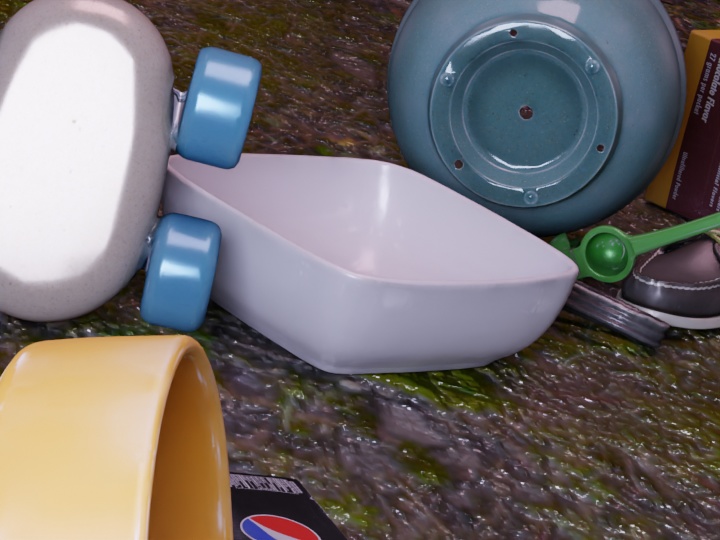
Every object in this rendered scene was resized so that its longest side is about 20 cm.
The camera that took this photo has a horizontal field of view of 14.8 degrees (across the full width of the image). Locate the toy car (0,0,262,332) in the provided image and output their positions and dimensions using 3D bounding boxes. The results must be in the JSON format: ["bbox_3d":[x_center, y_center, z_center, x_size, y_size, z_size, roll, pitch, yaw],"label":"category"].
[{"bbox_3d":[-0.160,-0.064,1.527,0.184,0.177,0.200,13,3,-4],"label":"toy car"}]

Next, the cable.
[{"bbox_3d":[0.098,-0.011,1.711,0.200,0.050,0.097,20,-5,29],"label":"cable"}]

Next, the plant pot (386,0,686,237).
[{"bbox_3d":[0.109,-0.110,1.784,0.200,0.200,0.134,15,13,3],"label":"plant pot"}]

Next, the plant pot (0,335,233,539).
[{"bbox_3d":[-0.144,0.122,0.902,0.183,0.200,0.200,0,16,5],"label":"plant pot"}]

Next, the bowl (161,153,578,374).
[{"bbox_3d":[0.000,0.000,1.577,0.200,0.075,0.200,-2,22,-42],"label":"bowl"}]

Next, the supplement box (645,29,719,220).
[{"bbox_3d":[0.357,-0.084,2.034,0.200,0.133,0.197,26,20,36],"label":"supplement box"}]

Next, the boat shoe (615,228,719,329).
[{"bbox_3d":[0.226,-0.006,1.801,0.072,0.061,0.201,23,19,26],"label":"boat shoe"}]

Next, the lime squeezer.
[{"bbox_3d":[0.160,-0.011,1.754,0.071,0.038,0.200,-5,-4,-25],"label":"lime squeezer"}]

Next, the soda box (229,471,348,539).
[{"bbox_3d":[-0.026,0.149,1.078,0.063,0.071,0.200,5,18,-24],"label":"soda box"}]
